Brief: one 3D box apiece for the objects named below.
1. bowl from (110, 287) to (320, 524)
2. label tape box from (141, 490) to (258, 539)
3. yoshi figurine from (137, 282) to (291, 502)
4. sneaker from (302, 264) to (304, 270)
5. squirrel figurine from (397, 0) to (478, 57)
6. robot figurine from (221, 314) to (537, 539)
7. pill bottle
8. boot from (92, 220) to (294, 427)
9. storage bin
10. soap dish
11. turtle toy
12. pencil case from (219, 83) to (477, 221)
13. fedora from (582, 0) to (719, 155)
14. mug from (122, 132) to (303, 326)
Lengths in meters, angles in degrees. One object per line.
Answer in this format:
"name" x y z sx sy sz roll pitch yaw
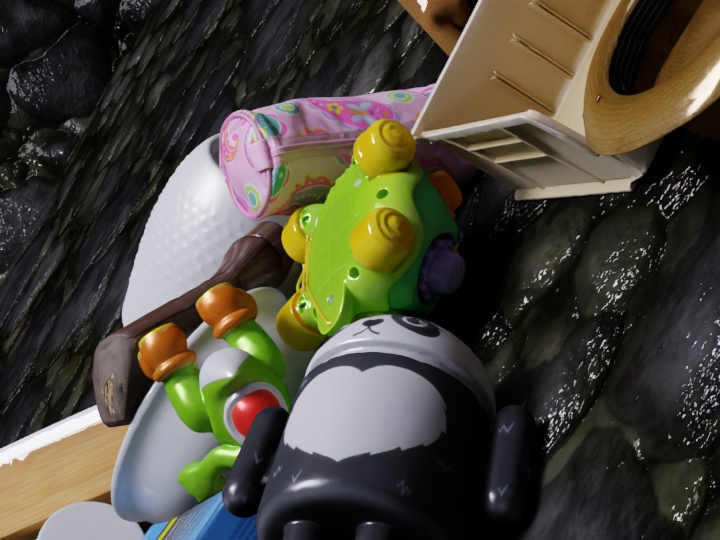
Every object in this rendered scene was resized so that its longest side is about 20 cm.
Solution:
"bowl" -0.082 0.119 1.285 0.201 0.090 0.201 -48 -21 -26
"label tape box" -0.124 0.224 1.130 0.144 0.063 0.200 -55 8 -23
"yoshi figurine" -0.056 0.113 1.170 0.112 0.200 0.112 -16 -28 -50
"sneaker" 0.000 0.000 1.340 0.085 0.074 0.200 -54 18 14
"squirrel figurine" 0.092 -0.271 1.336 0.187 0.200 0.142 -43 10 8
"robot figurine" 0.010 0.117 1.035 0.125 0.150 0.200 -56 11 46
"pill bottle" -0.217 0.265 1.357 0.200 0.111 0.111 111 174 -46
"boot" -0.132 0.074 1.307 0.200 0.064 0.187 -44 -24 -45
"storage bin" 0.147 -0.155 1.155 0.200 0.094 0.199 -62 18 -10
"soap dish" -0.223 0.191 1.422 0.200 0.157 0.081 -24 53 7
"turtle toy" 0.017 0.005 1.204 0.146 0.101 0.200 -46 34 45
"pencil case" -0.003 -0.091 1.315 0.087 0.200 0.088 28 123 55
"fedora" 0.205 -0.128 0.971 0.201 0.082 0.201 -50 20 26
"mug" -0.087 -0.023 1.479 0.148 0.200 0.176 42 129 31
